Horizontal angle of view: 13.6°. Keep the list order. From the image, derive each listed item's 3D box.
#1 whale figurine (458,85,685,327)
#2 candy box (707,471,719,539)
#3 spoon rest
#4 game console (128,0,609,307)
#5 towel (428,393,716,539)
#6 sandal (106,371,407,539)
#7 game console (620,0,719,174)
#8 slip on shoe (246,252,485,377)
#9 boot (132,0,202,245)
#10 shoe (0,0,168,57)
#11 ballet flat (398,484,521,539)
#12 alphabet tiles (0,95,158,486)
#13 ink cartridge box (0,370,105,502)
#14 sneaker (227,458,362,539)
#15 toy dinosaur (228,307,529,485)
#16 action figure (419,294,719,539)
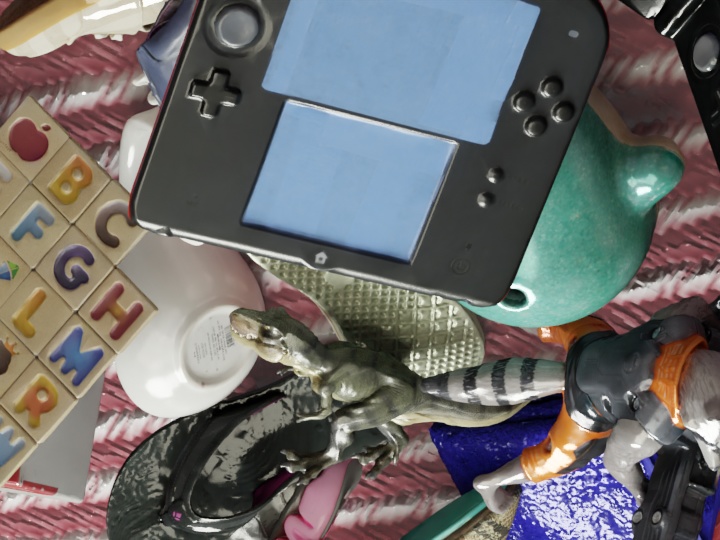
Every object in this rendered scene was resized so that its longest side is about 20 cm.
[{"bbox_3d":[0.084,-0.048,1.532,0.158,0.104,0.200,7,145,11],"label":"whale figurine"},{"bbox_3d":[0.246,0.078,1.542,0.077,0.200,0.170,24,131,-3],"label":"candy box"},{"bbox_3d":[-0.099,-0.009,1.663,0.061,0.099,0.201,33,137,44],"label":"spoon rest"},{"bbox_3d":[0.006,-0.078,1.432,0.199,0.031,0.178,13,110,-18],"label":"game console"},{"bbox_3d":[0.139,0.151,1.740,0.147,0.050,0.201,-13,125,26],"label":"towel"},{"bbox_3d":[-0.062,0.104,1.710,0.200,0.048,0.076,-32,97,7],"label":"sandal"},{"bbox_3d":[0.172,-0.165,1.418,0.116,0.177,0.200,9,140,-29],"label":"game console"},{"bbox_3d":[0.000,0.000,1.651,0.074,0.061,0.200,-37,127,17],"label":"slip on shoe"},{"bbox_3d":[-0.078,-0.088,1.520,0.090,0.073,0.200,31,144,-10],"label":"boot"},{"bbox_3d":[-0.105,-0.146,1.546,0.199,0.070,0.054,-21,113,28],"label":"shoe"},{"bbox_3d":[0.018,0.186,1.724,0.199,0.068,0.076,-26,100,18],"label":"ballet flat"},{"bbox_3d":[-0.208,0.012,1.633,0.166,0.006,0.200,45,102,12],"label":"alphabet tiles"},{"bbox_3d":[-0.263,0.074,1.730,0.199,0.083,0.147,9,174,10],"label":"ink cartridge box"},{"bbox_3d":[-0.077,0.161,1.807,0.095,0.079,0.200,30,124,-1],"label":"sneaker"},{"bbox_3d":[0.007,0.077,1.653,0.199,0.048,0.088,16,121,-31],"label":"toy dinosaur"},{"bbox_3d":[0.128,0.087,1.577,0.104,0.201,0.193,27,156,-38],"label":"action figure"}]
